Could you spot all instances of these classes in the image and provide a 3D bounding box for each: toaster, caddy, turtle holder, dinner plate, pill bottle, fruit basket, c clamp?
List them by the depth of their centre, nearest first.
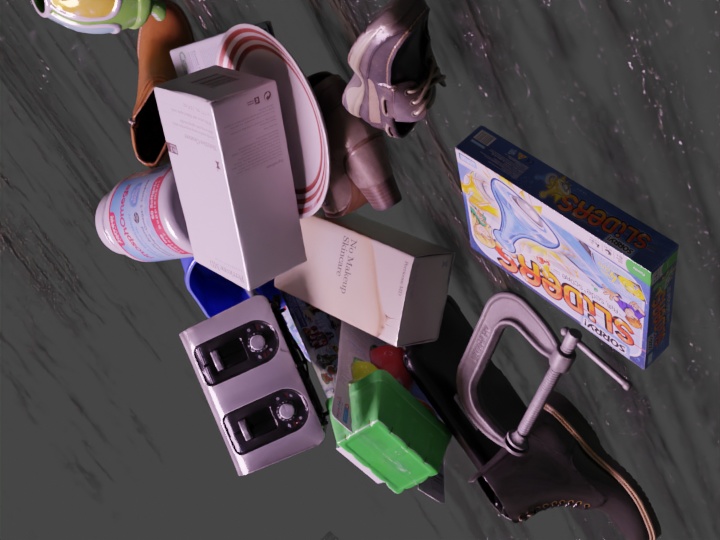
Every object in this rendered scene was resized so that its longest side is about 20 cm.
[{"bbox_3d":[-0.085,-0.149,0.988,0.200,0.024,0.201,35,139,38],"label":"dinner plate"},{"bbox_3d":[0.165,0.114,0.994,0.171,0.027,0.201,52,139,28],"label":"c clamp"},{"bbox_3d":[-0.298,-0.325,1.109,0.186,0.131,0.142,50,149,36],"label":"turtle holder"},{"bbox_3d":[0.030,0.147,1.128,0.185,0.094,0.201,43,-158,-27],"label":"fruit basket"},{"bbox_3d":[-0.229,-0.066,1.147,0.199,0.109,0.109,-5,125,50],"label":"pill bottle"},{"bbox_3d":[-0.118,0.128,1.158,0.200,0.118,0.182,106,141,-86],"label":"toaster"},{"bbox_3d":[-0.153,-0.005,1.268,0.200,0.141,0.105,68,176,-58],"label":"caddy"}]

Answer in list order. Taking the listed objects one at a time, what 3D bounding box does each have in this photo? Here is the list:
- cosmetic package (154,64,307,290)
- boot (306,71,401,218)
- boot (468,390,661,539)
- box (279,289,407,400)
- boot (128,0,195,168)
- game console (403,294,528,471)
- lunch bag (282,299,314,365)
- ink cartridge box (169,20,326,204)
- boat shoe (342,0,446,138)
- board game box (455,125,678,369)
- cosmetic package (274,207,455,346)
[{"bbox_3d":[-0.129,-0.095,0.995,0.113,0.081,0.201,22,129,46],"label":"cosmetic package"},{"bbox_3d":[-0.024,-0.132,1.020,0.147,0.070,0.200,61,161,-13],"label":"boot"},{"bbox_3d":[0.220,0.251,1.073,0.200,0.138,0.077,49,163,-1],"label":"boot"},{"bbox_3d":[-0.006,0.075,1.245,0.040,0.136,0.201,-68,-41,-61],"label":"box"},{"bbox_3d":[-0.239,-0.220,1.157,0.076,0.202,0.155,10,-170,-7],"label":"boot"},{"bbox_3d":[0.106,0.136,1.170,0.116,0.176,0.200,-22,111,42],"label":"game console"},{"bbox_3d":[-0.025,0.098,1.397,0.200,0.082,0.161,48,-166,9],"label":"lunch bag"},{"bbox_3d":[-0.115,-0.165,1.078,0.199,0.040,0.201,2,113,49],"label":"ink cartridge box"},{"bbox_3d":[0.037,-0.163,0.795,0.073,0.075,0.200,38,171,2],"label":"boat shoe"},{"bbox_3d":[0.166,-0.020,0.809,0.200,0.034,0.136,38,160,34],"label":"board game box"},{"bbox_3d":[0.000,0.000,1.090,0.199,0.073,0.104,23,109,41],"label":"cosmetic package"}]
